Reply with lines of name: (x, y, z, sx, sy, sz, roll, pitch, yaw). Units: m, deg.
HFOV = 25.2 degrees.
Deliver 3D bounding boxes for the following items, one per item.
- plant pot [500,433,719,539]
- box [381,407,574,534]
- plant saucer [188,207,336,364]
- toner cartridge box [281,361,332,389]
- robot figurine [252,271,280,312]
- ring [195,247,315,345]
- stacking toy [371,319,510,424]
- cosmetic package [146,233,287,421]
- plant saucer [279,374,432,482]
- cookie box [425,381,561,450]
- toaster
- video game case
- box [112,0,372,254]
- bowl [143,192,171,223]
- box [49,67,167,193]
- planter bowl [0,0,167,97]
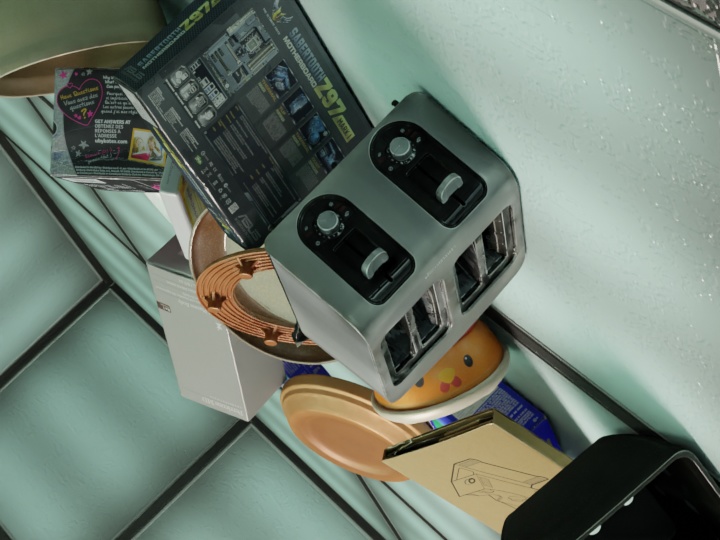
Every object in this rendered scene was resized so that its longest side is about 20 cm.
plant pot: (0.239, 0.264, 1.447, 0.200, 0.199, 0.177, 50, 180, -17)
box: (0.146, 0.213, 1.649, 0.199, 0.021, 0.163, 33, 141, -29)
plant saucer: (-0.068, 0.000, 1.536, 0.198, 0.037, 0.202, 14, 130, 17)
toner cartridge box: (-0.118, 0.069, 1.896, 0.200, 0.043, 0.095, 50, 166, -11)
robot figurine: (-0.086, -0.061, 1.626, 0.113, 0.169, 0.202, -11, -104, -56)
ring: (-0.050, 0.030, 1.449, 0.198, 0.019, 0.201, 4, 154, 2)
stacking toy: (0.048, 0.032, 1.553, 0.146, 0.145, 0.202, 21, 137, 65)
cosmetic package: (-0.157, 0.059, 1.787, 0.106, 0.090, 0.202, 16, 132, 31)
plant saucer: (-0.004, 0.186, 1.832, 0.198, 0.038, 0.201, 20, 153, 10)
cookie box: (0.133, 0.174, 1.776, 0.200, 0.075, 0.172, 38, 165, 39)
toaster: (0.029, -0.010, 1.280, 0.118, 0.181, 0.200, 40, 166, 23)
video game case: (-0.162, -0.126, 1.638, 0.023, 0.184, 0.200, 10, 162, 5)
box: (-0.093, -0.138, 1.358, 0.051, 0.158, 0.201, 34, 163, 49)
bowl: (-0.210, -0.107, 2.049, 0.201, 0.090, 0.201, 44, 168, 12)
box: (-0.237, -0.145, 1.682, 0.130, 0.116, 0.200, 3, 178, 5)
planter bowl: (-0.301, -0.269, 1.652, 0.200, 0.198, 0.136, 157, 99, -78)
